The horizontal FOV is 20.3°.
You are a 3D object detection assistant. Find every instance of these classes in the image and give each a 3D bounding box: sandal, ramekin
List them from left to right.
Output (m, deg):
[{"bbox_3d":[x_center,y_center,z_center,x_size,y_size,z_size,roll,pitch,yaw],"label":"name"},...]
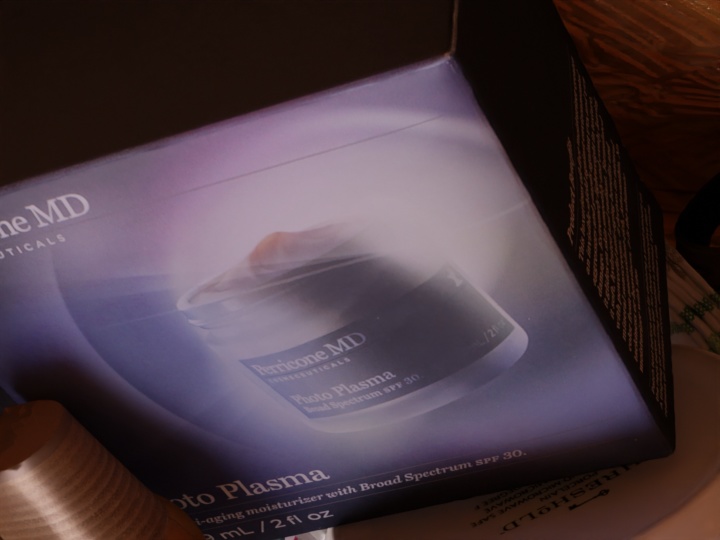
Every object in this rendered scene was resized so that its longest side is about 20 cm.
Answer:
[{"bbox_3d":[0.078,0.105,0.714,0.202,0.202,0.094,-6,116,37],"label":"ramekin"},{"bbox_3d":[0.157,-0.019,0.783,0.057,0.080,0.201,40,163,12],"label":"sandal"}]

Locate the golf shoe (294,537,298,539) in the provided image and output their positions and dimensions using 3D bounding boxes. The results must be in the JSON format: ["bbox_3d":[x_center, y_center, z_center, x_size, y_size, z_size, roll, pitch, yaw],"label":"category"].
[{"bbox_3d":[0.043,0.133,1.172,0.200,0.075,0.092,-12,167,11],"label":"golf shoe"}]

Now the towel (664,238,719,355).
[{"bbox_3d":[0.115,0.035,0.821,0.200,0.031,0.149,45,163,0],"label":"towel"}]

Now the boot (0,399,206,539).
[{"bbox_3d":[-0.127,0.116,0.704,0.201,0.071,0.144,-9,125,40],"label":"boot"}]

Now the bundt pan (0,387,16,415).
[{"bbox_3d":[-0.212,0.030,0.769,0.202,0.076,0.202,-11,160,-4],"label":"bundt pan"}]

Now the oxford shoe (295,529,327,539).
[{"bbox_3d":[-0.080,0.068,0.855,0.200,0.058,0.075,35,-179,7],"label":"oxford shoe"}]

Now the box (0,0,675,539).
[{"bbox_3d":[-0.022,-0.017,0.665,0.200,0.123,0.198,-15,135,20],"label":"box"}]

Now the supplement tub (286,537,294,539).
[{"bbox_3d":[-0.141,0.103,1.122,0.200,0.145,0.144,19,158,-22],"label":"supplement tub"}]
